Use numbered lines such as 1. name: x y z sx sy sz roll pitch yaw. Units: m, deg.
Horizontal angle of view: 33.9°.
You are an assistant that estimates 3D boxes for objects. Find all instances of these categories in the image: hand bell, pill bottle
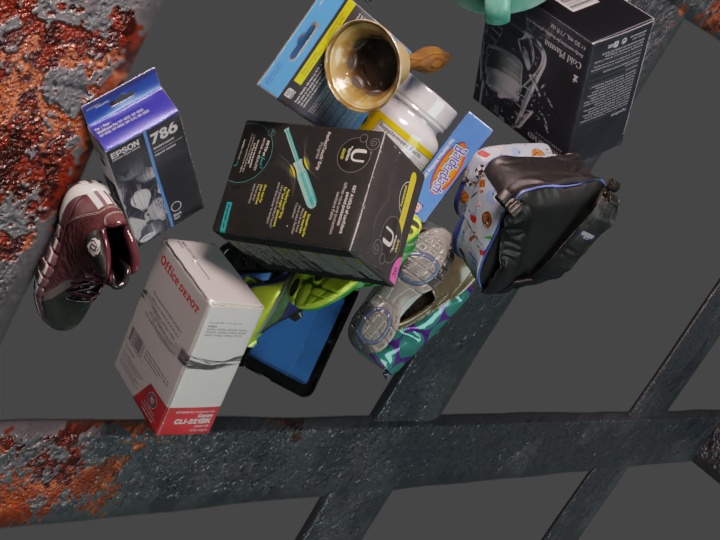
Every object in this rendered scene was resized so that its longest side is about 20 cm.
1. hand bell: 0.053 -0.251 1.416 0.199 0.104 0.105 -22 140 -56
2. pill bottle: 0.030 -0.155 1.547 0.201 0.114 0.114 -52 146 6

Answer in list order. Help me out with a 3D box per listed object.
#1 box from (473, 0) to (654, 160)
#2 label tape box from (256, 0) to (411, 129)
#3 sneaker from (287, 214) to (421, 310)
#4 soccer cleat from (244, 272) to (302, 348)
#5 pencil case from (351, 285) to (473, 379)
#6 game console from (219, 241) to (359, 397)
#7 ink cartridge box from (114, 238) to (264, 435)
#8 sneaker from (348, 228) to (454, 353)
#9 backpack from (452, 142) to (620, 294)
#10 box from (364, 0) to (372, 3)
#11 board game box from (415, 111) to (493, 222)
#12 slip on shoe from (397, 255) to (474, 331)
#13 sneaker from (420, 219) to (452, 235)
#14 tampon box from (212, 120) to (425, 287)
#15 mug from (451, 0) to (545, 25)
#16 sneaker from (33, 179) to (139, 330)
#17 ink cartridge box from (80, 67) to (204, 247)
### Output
1. box: 0.270 -0.285 1.606 0.123 0.200 0.198 -25 139 -28
2. label tape box: -0.044 -0.254 1.410 0.145 0.063 0.200 -54 146 6
3. sneaker: 0.000 0.000 1.505 0.199 0.074 0.084 -32 142 -18
4. soccer cleat: -0.144 0.051 1.540 0.199 0.065 0.084 -32 106 8
5. pencil case: 0.083 0.074 1.857 0.200 0.085 0.092 -45 153 -4
6. game console: -0.127 0.072 1.596 0.175 0.116 0.201 -3 125 -47
7. ink cartridge box: -0.217 0.082 1.474 0.083 0.144 0.201 3 122 -40
8. sneaker: 0.051 0.021 1.620 0.200 0.074 0.087 -48 -174 1
9. backpack: 0.207 -0.068 1.554 0.198 0.154 0.192 -3 130 -30
10. box: 0.000 -0.412 1.326 0.137 0.038 0.200 -49 146 2
11. board game box: 0.119 -0.143 1.630 0.153 0.045 0.200 -53 180 8
12. slip on shoe: 0.108 0.021 1.783 0.199 0.076 0.061 -33 -177 -2
13. sneaker: 0.076 -0.061 1.725 0.074 0.087 0.200 -42 165 6
14. tampon box: -0.048 -0.081 1.420 0.126 0.198 0.151 38 65 -56
15. mug: 0.173 -0.390 1.410 0.151 0.185 0.115 -24 138 -13
16. sneaker: -0.306 0.008 1.335 0.075 0.115 0.201 -11 131 -41
17. ink cartridge box: -0.244 -0.125 1.343 0.099 0.039 0.201 -33 143 -19
